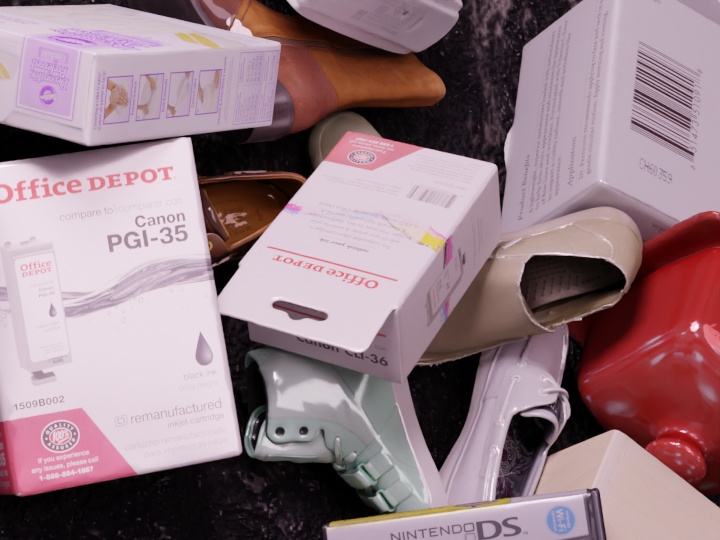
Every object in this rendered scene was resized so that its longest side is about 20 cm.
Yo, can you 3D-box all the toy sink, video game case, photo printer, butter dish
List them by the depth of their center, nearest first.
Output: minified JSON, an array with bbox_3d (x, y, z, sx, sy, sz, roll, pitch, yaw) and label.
[{"bbox_3d":[0.077,0.250,1.309,0.180,0.026,0.201,-8,86,8],"label":"video game case"},{"bbox_3d":[0.196,0.218,1.421,0.200,0.130,0.112,37,56,-14],"label":"toy sink"},{"bbox_3d":[-0.027,-0.257,1.445,0.166,0.069,0.200,11,45,-57],"label":"photo printer"},{"bbox_3d":[0.240,0.089,1.445,0.199,0.200,0.148,40,50,-14],"label":"butter dish"}]

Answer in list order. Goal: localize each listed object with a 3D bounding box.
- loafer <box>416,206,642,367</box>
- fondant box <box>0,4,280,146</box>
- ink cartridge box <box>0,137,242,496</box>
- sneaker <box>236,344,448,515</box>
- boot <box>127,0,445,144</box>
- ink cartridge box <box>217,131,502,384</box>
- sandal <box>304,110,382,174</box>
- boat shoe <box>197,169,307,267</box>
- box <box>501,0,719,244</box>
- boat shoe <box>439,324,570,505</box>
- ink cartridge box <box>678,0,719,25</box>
[{"bbox_3d":[0.101,0.014,1.413,0.068,0.200,0.076,-94,160,-68],"label":"loafer"},{"bbox_3d":[-0.163,-0.125,1.271,0.200,0.144,0.058,-16,117,-59],"label":"fondant box"},{"bbox_3d":[-0.165,0.027,1.252,0.146,0.083,0.201,-9,89,-18],"label":"ink cartridge box"},{"bbox_3d":[-0.015,0.132,1.363,0.118,0.074,0.201,-18,91,-20],"label":"sneaker"},{"bbox_3d":[-0.052,-0.182,1.451,0.200,0.069,0.188,-19,60,-44],"label":"boot"},{"bbox_3d":[0.000,0.000,1.333,0.200,0.116,0.068,-52,148,-42],"label":"ink cartridge box"},{"bbox_3d":[0.041,-0.034,1.460,0.201,0.057,0.080,46,55,-10],"label":"sandal"},{"bbox_3d":[-0.119,-0.030,1.351,0.200,0.068,0.072,-18,82,-35],"label":"boat shoe"},{"bbox_3d":[0.225,-0.079,1.540,0.200,0.131,0.199,25,56,-23],"label":"box"},{"bbox_3d":[0.111,0.105,1.425,0.072,0.068,0.200,51,53,-28],"label":"boat shoe"},{"bbox_3d":[0.304,-0.274,1.700,0.148,0.086,0.200,47,53,-9],"label":"ink cartridge box"}]
